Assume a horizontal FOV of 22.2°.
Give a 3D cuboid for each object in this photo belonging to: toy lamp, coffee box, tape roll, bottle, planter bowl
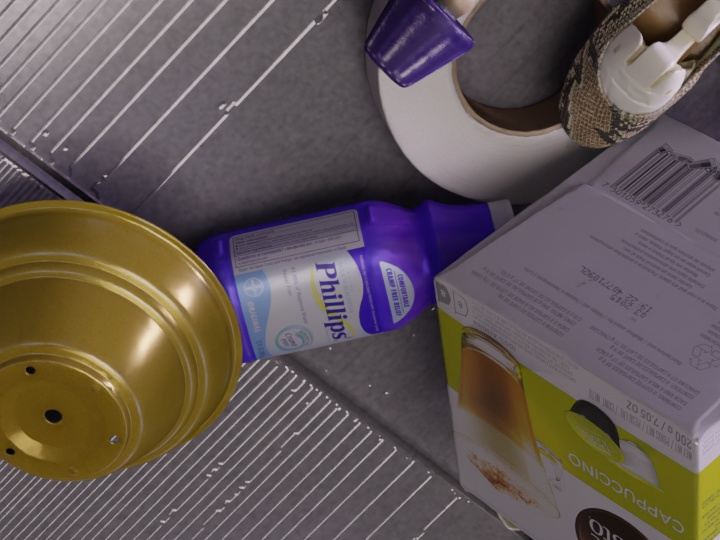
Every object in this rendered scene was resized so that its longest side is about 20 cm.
[{"bbox_3d":[0.082,-0.185,1.034,0.200,0.058,0.058,-46,120,9],"label":"toy lamp"},{"bbox_3d":[0.189,0.065,1.106,0.200,0.199,0.198,-36,139,-26],"label":"coffee box"},{"bbox_3d":[0.102,-0.136,1.120,0.202,0.037,0.204,-7,121,-12],"label":"tape roll"},{"bbox_3d":[0.000,0.000,1.137,0.199,0.065,0.084,-12,128,1],"label":"bottle"},{"bbox_3d":[-0.175,0.064,1.091,0.199,0.084,0.201,4,126,5],"label":"planter bowl"}]

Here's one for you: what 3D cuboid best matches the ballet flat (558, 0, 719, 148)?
[{"bbox_3d":[0.192,-0.147,1.072,0.068,0.075,0.200,44,102,-8],"label":"ballet flat"}]

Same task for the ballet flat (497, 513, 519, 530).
[{"bbox_3d":[0.139,0.172,1.295,0.071,0.069,0.200,-27,120,22],"label":"ballet flat"}]
